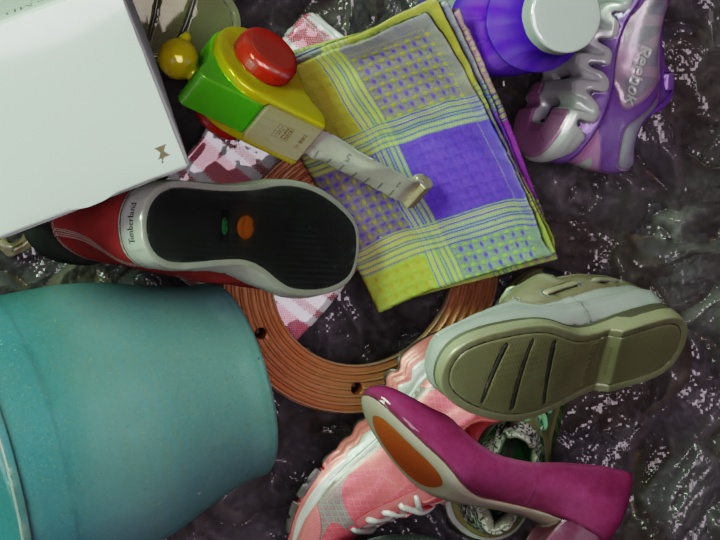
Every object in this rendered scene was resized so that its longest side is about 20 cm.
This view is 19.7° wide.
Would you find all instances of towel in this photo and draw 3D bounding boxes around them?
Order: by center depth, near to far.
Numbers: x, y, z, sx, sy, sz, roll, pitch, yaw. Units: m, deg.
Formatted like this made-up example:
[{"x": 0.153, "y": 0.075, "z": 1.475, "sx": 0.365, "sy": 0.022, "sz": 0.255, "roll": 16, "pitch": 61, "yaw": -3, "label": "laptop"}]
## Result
[{"x": 0.031, "y": -0.072, "z": 1.344, "sx": 0.143, "sy": 0.023, "sz": 0.200, "roll": -15, "pitch": 115, "yaw": 23, "label": "towel"}, {"x": -0.046, "y": -0.059, "z": 1.423, "sx": 0.146, "sy": 0.030, "sz": 0.200, "roll": 40, "pitch": 88, "yaw": -10, "label": "towel"}]

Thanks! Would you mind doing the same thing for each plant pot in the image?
[{"x": -0.163, "y": 0.093, "z": 1.341, "sx": 0.188, "sy": 0.200, "sz": 0.201, "roll": -17, "pitch": 96, "yaw": -22, "label": "plant pot"}]

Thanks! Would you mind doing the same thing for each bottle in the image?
[{"x": 0.095, "y": -0.159, "z": 1.344, "sx": 0.083, "sy": 0.200, "sz": 0.065, "roll": -11, "pitch": 95, "yaw": -15, "label": "bottle"}]

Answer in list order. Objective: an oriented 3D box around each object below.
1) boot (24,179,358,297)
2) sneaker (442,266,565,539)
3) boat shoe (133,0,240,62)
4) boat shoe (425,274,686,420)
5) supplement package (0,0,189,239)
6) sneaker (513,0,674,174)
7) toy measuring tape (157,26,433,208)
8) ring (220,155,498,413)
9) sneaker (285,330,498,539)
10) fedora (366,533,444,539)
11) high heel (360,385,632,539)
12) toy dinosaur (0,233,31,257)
[{"x": -0.110, "y": -0.025, "z": 1.326, "sx": 0.200, "sy": 0.144, "sz": 0.073, "roll": 8, "pitch": 86, "yaw": -45, "label": "boot"}, {"x": 0.115, "y": 0.097, "z": 1.421, "sx": 0.077, "sy": 0.089, "sz": 0.201, "roll": 13, "pitch": 91, "yaw": -8, "label": "sneaker"}, {"x": -0.179, "y": -0.183, "z": 1.375, "sx": 0.199, "sy": 0.068, "sz": 0.075, "roll": 12, "pitch": 94, "yaw": -11, "label": "boat shoe"}, {"x": 0.117, "y": 0.045, "z": 1.353, "sx": 0.200, "sy": 0.068, "sz": 0.075, "roll": -4, "pitch": 124, "yaw": -36, "label": "boat shoe"}, {"x": -0.184, "y": -0.116, "z": 1.249, "sx": 0.121, "sy": 0.200, "sz": 0.120, "roll": -21, "pitch": 108, "yaw": -3, "label": "supplement package"}, {"x": 0.182, "y": -0.152, "z": 1.427, "sx": 0.088, "sy": 0.080, "sz": 0.201, "roll": 27, "pitch": 82, "yaw": -26, "label": "sneaker"}, {"x": -0.041, "y": -0.104, "z": 1.309, "sx": 0.200, "sy": 0.074, "sz": 0.074, "roll": 24, "pitch": 90, "yaw": -27, "label": "toy measuring tape"}, {"x": 0.000, "y": 0.000, "z": 1.413, "sx": 0.200, "sy": 0.019, "sz": 0.201, "roll": -5, "pitch": 104, "yaw": -19, "label": "ring"}, {"x": 0.024, "y": 0.140, "z": 1.394, "sx": 0.087, "sy": 0.074, "sz": 0.200, "roll": 39, "pitch": 102, "yaw": 19, "label": "sneaker"}, {"x": 0.031, "y": 0.270, "z": 1.417, "sx": 0.200, "sy": 0.092, "sz": 0.201, "roll": -1, "pitch": 95, "yaw": -9, "label": "fedora"}, {"x": 0.090, "y": 0.117, "z": 1.351, "sx": 0.200, "sy": 0.067, "sz": 0.096, "roll": 44, "pitch": 68, "yaw": -21, "label": "high heel"}, {"x": -0.216, "y": -0.056, "z": 1.373, "sx": 0.101, "sy": 0.058, "sz": 0.200, "roll": -42, "pitch": 87, "yaw": 9, "label": "toy dinosaur"}]
